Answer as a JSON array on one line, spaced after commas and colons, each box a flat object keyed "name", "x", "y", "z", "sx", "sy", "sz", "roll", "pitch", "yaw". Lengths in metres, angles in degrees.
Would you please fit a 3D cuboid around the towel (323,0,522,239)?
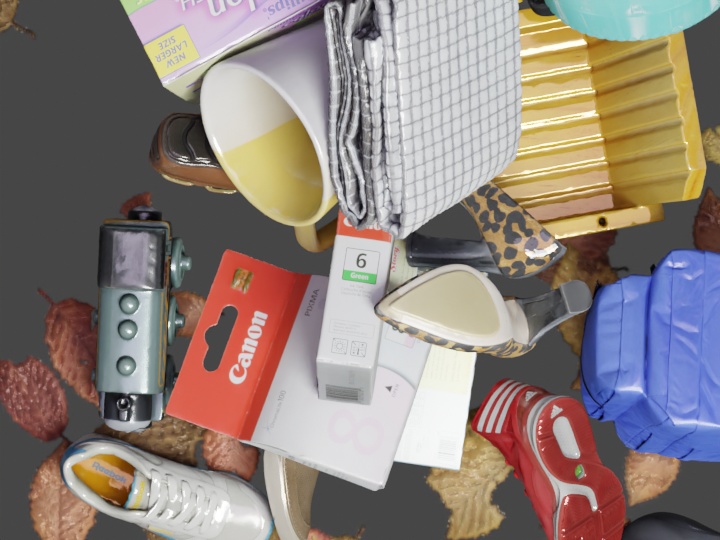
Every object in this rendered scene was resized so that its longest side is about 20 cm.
[{"name": "towel", "x": 0.046, "y": -0.148, "z": 1.347, "sx": 0.085, "sy": 0.165, "sz": 0.202, "roll": 17, "pitch": 124, "yaw": 37}]

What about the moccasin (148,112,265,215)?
[{"name": "moccasin", "x": -0.088, "y": -0.093, "z": 1.528, "sx": 0.199, "sy": 0.078, "sz": 0.075, "roll": 0, "pitch": 75, "yaw": -17}]

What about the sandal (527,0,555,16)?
[{"name": "sandal", "x": 0.175, "y": -0.293, "z": 1.502, "sx": 0.074, "sy": 0.045, "sz": 0.202, "roll": -11, "pitch": 55, "yaw": 27}]

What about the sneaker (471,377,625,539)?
[{"name": "sneaker", "x": 0.166, "y": 0.176, "z": 1.538, "sx": 0.078, "sy": 0.115, "sz": 0.202, "roll": -27, "pitch": 121, "yaw": -22}]

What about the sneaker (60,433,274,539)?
[{"name": "sneaker", "x": -0.173, "y": 0.205, "z": 1.533, "sx": 0.198, "sy": 0.081, "sz": 0.077, "roll": 18, "pitch": 90, "yaw": -1}]

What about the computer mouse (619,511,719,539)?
[{"name": "computer mouse", "x": 0.325, "y": 0.272, "z": 1.539, "sx": 0.198, "sy": 0.053, "sz": 0.140, "roll": 12, "pitch": 92, "yaw": 1}]

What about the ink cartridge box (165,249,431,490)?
[{"name": "ink cartridge box", "x": -0.048, "y": 0.081, "z": 1.484, "sx": 0.198, "sy": 0.057, "sz": 0.164, "roll": 21, "pitch": 73, "yaw": -3}]

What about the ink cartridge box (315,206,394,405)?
[{"name": "ink cartridge box", "x": 0.000, "y": 0.000, "z": 1.433, "sx": 0.050, "sy": 0.109, "sz": 0.202, "roll": 7, "pitch": 70, "yaw": 2}]

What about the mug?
[{"name": "mug", "x": -0.034, "y": -0.130, "z": 1.444, "sx": 0.149, "sy": 0.187, "sz": 0.153, "roll": 45, "pitch": 58, "yaw": 12}]

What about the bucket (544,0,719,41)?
[{"name": "bucket", "x": 0.215, "y": -0.293, "z": 1.369, "sx": 0.205, "sy": 0.135, "sz": 0.209, "roll": -8, "pitch": 54, "yaw": 11}]

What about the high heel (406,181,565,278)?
[{"name": "high heel", "x": 0.117, "y": -0.096, "z": 1.481, "sx": 0.141, "sy": 0.071, "sz": 0.202, "roll": 4, "pitch": 87, "yaw": 26}]

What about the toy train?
[{"name": "toy train", "x": -0.198, "y": 0.044, "z": 1.512, "sx": 0.084, "sy": 0.114, "sz": 0.202, "roll": 4, "pitch": 91, "yaw": 1}]

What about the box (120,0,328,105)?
[{"name": "box", "x": -0.100, "y": -0.230, "z": 1.461, "sx": 0.175, "sy": 0.200, "sz": 0.097, "roll": -28, "pitch": 91, "yaw": 2}]

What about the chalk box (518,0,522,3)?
[{"name": "chalk box", "x": 0.045, "y": -0.317, "z": 1.480, "sx": 0.123, "sy": 0.125, "sz": 0.202, "roll": -22, "pitch": 66, "yaw": 2}]

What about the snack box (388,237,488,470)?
[{"name": "snack box", "x": 0.047, "y": 0.070, "z": 1.546, "sx": 0.115, "sy": 0.037, "sz": 0.202, "roll": 9, "pitch": 91, "yaw": 0}]

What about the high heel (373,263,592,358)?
[{"name": "high heel", "x": 0.077, "y": 0.047, "z": 1.434, "sx": 0.198, "sy": 0.142, "sz": 0.072, "roll": -1, "pitch": 74, "yaw": -28}]

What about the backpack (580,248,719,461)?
[{"name": "backpack", "x": 0.270, "y": 0.072, "z": 1.463, "sx": 0.166, "sy": 0.200, "sz": 0.164, "roll": 9, "pitch": 77, "yaw": 5}]

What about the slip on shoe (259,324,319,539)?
[{"name": "slip on shoe", "x": -0.052, "y": 0.143, "z": 1.534, "sx": 0.060, "sy": 0.076, "sz": 0.202, "roll": -4, "pitch": 84, "yaw": 7}]

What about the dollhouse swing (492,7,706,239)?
[{"name": "dollhouse swing", "x": 0.181, "y": -0.130, "z": 1.471, "sx": 0.180, "sy": 0.176, "sz": 0.202, "roll": -10, "pitch": 92, "yaw": 1}]
